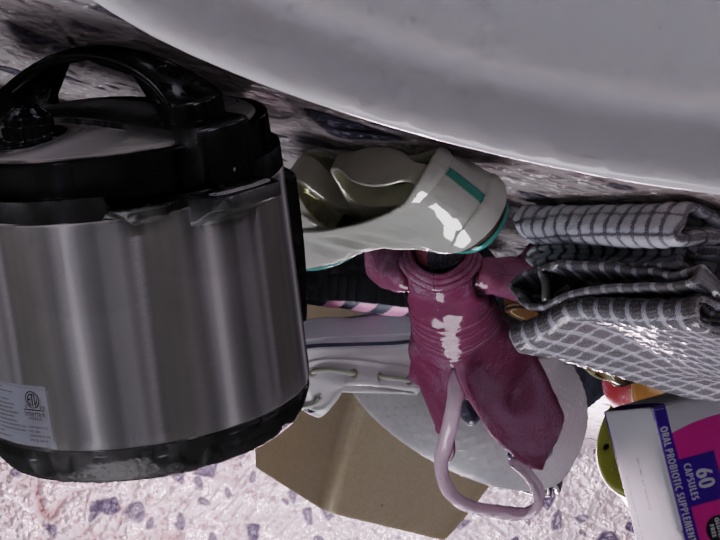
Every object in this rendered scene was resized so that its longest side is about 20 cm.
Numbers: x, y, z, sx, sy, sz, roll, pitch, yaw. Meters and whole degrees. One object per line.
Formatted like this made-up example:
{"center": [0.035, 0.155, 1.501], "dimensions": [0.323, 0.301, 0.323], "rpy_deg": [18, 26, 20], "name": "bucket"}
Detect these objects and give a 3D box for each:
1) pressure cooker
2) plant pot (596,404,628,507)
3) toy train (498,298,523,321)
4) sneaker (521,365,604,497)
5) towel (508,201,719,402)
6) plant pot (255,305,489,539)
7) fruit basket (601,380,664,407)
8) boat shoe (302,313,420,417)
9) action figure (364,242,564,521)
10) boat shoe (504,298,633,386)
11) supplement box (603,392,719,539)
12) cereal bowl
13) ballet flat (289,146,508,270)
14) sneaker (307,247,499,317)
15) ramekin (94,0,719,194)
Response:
{"center": [-0.116, -0.012, 0.981], "dimensions": [0.174, 0.202, 0.179], "rpy_deg": [-7, -166, 3], "name": "pressure cooker"}
{"center": [0.328, 0.188, 1.841], "dimensions": [0.192, 0.202, 0.200], "rpy_deg": [33, 163, -36], "name": "plant pot"}
{"center": [0.140, 0.030, 1.464], "dimensions": [0.199, 0.034, 0.046], "rpy_deg": [18, -177, -28], "name": "toy train"}
{"center": [0.178, 0.135, 1.793], "dimensions": [0.076, 0.148, 0.202], "rpy_deg": [7, 173, 29], "name": "sneaker"}
{"center": [0.198, 0.026, 1.102], "dimensions": [0.199, 0.086, 0.165], "rpy_deg": [18, 171, -32], "name": "towel"}
{"center": [0.018, 0.118, 1.683], "dimensions": [0.199, 0.178, 0.200], "rpy_deg": [18, -177, -33], "name": "plant pot"}
{"center": [0.260, 0.093, 1.638], "dimensions": [0.199, 0.094, 0.185], "rpy_deg": [28, -177, 39], "name": "fruit basket"}
{"center": [-0.033, 0.066, 1.323], "dimensions": [0.199, 0.067, 0.073], "rpy_deg": [-5, 178, -32], "name": "boat shoe"}
{"center": [0.050, 0.032, 1.171], "dimensions": [0.133, 0.150, 0.201], "rpy_deg": [1, 137, 21], "name": "action figure"}
{"center": [0.169, 0.037, 1.295], "dimensions": [0.075, 0.075, 0.199], "rpy_deg": [18, 172, -37], "name": "boat shoe"}
{"center": [0.277, 0.114, 1.276], "dimensions": [0.198, 0.102, 0.103], "rpy_deg": [-14, 178, -12], "name": "supplement box"}
{"center": [0.088, 0.071, 1.467], "dimensions": [0.199, 0.084, 0.200], "rpy_deg": [25, -157, -11], "name": "cereal bowl"}
{"center": [-0.002, -0.042, 1.077], "dimensions": [0.069, 0.070, 0.199], "rpy_deg": [18, 168, -37], "name": "ballet flat"}
{"center": [0.000, 0.000, 1.339], "dimensions": [0.198, 0.071, 0.082], "rpy_deg": [14, 172, 12], "name": "sneaker"}
{"center": [0.045, -0.089, 0.371], "dimensions": [0.198, 0.106, 0.200], "rpy_deg": [14, 173, 2], "name": "ramekin"}
